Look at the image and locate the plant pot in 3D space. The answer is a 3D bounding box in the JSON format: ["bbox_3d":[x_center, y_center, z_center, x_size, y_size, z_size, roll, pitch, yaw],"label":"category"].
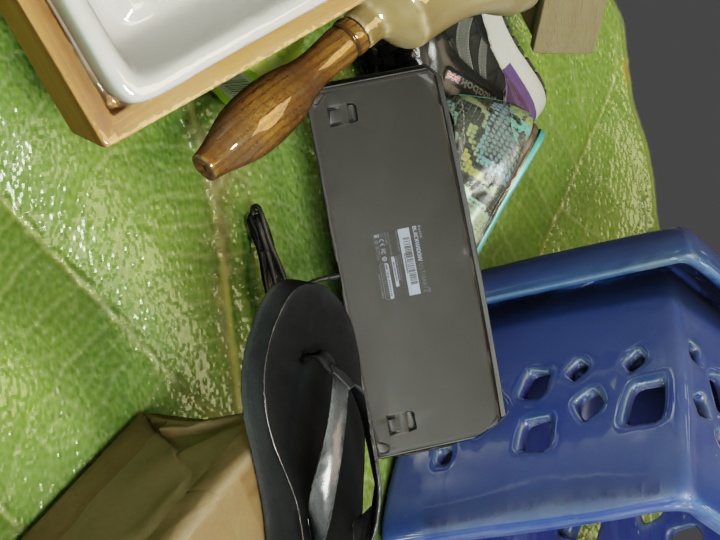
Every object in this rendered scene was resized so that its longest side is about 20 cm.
[{"bbox_3d":[0.149,0.093,1.364,0.200,0.199,0.180,35,52,-46],"label":"plant pot"}]

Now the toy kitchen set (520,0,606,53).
[{"bbox_3d":[0.056,-0.254,1.392,0.163,0.180,0.201,-109,-156,-50],"label":"toy kitchen set"}]

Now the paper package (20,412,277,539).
[{"bbox_3d":[-0.074,0.193,1.121,0.191,0.103,0.201,-49,123,-46],"label":"paper package"}]

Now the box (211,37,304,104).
[{"bbox_3d":[-0.064,-0.199,1.228,0.122,0.048,0.201,35,59,-46],"label":"box"}]

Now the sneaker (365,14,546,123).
[{"bbox_3d":[0.036,-0.119,1.334,0.200,0.076,0.088,50,55,-38],"label":"sneaker"}]

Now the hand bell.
[{"bbox_3d":[-0.009,-0.111,1.200,0.200,0.104,0.104,-45,123,-24],"label":"hand bell"}]

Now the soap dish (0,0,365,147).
[{"bbox_3d":[-0.088,-0.162,1.104,0.200,0.081,0.158,-33,94,-32],"label":"soap dish"}]

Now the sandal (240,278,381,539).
[{"bbox_3d":[-0.012,0.103,1.095,0.076,0.043,0.201,-1,86,-55],"label":"sandal"}]

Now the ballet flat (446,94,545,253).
[{"bbox_3d":[0.030,-0.004,1.308,0.074,0.074,0.201,29,85,-48],"label":"ballet flat"}]

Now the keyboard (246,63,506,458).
[{"bbox_3d":[0.000,0.000,1.260,0.127,0.021,0.201,-11,91,-13],"label":"keyboard"}]
